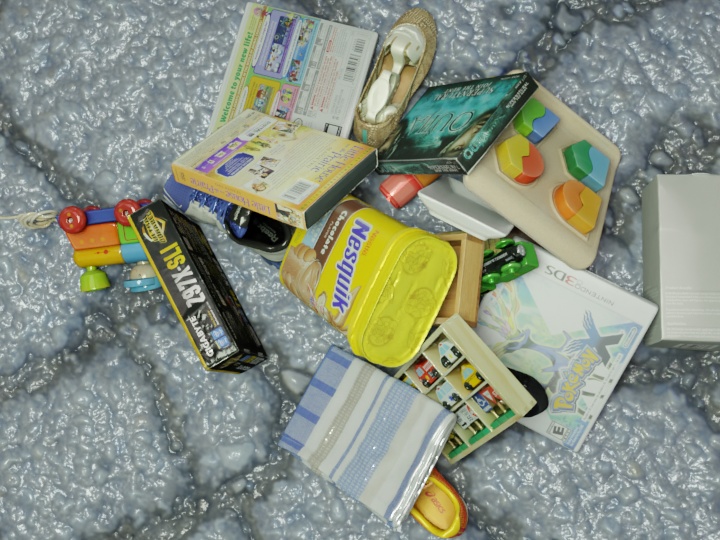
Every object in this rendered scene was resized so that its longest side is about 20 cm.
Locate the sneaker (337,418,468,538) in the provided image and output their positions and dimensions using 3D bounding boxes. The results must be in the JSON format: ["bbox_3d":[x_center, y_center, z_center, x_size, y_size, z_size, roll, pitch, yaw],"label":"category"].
[{"bbox_3d":[0.049,0.230,1.025,0.200,0.077,0.073,38,87,19],"label":"sneaker"}]

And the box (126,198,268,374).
[{"bbox_3d":[-0.189,0.024,1.038,0.049,0.160,0.200,-29,81,-1],"label":"box"}]

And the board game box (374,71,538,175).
[{"bbox_3d":[0.102,-0.168,1.024,0.028,0.200,0.135,46,74,-24],"label":"board game box"}]

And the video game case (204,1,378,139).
[{"bbox_3d":[-0.089,-0.236,1.140,0.182,0.022,0.200,15,84,7],"label":"video game case"}]

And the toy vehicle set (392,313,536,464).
[{"bbox_3d":[0.105,0.138,0.979,0.026,0.200,0.124,-37,79,-29],"label":"toy vehicle set"}]

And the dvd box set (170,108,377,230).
[{"bbox_3d":[-0.101,-0.125,1.030,0.200,0.029,0.146,21,47,27],"label":"dvd box set"}]

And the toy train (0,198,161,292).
[{"bbox_3d":[-0.348,-0.024,1.104,0.200,0.085,0.116,-7,94,4],"label":"toy train"}]

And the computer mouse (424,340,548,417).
[{"bbox_3d":[0.128,0.117,1.032,0.200,0.059,0.034,23,51,14],"label":"computer mouse"}]

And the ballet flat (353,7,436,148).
[{"bbox_3d":[0.046,-0.251,1.109,0.070,0.065,0.200,18,82,11],"label":"ballet flat"}]

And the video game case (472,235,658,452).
[{"bbox_3d":[0.219,0.087,1.029,0.182,0.022,0.200,27,106,8],"label":"video game case"}]

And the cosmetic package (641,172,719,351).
[{"bbox_3d":[0.393,-0.010,1.033,0.107,0.090,0.200,3,78,4],"label":"cosmetic package"}]

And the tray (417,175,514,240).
[{"bbox_3d":[0.128,-0.071,1.016,0.107,0.200,0.022,28,106,8],"label":"tray"}]

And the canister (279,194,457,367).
[{"bbox_3d":[0.000,0.000,0.988,0.200,0.086,0.149,34,101,51],"label":"canister"}]

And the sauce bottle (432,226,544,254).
[{"bbox_3d":[0.165,-0.022,1.065,0.199,0.066,0.066,-6,81,2],"label":"sauce bottle"}]

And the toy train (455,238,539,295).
[{"bbox_3d":[0.121,0.015,1.017,0.200,0.056,0.042,-30,63,42],"label":"toy train"}]

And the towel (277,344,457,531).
[{"bbox_3d":[0.003,0.187,1.016,0.200,0.024,0.147,27,86,35],"label":"towel"}]

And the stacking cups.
[{"bbox_3d":[0.110,-0.155,1.099,0.200,0.061,0.061,-42,80,3],"label":"stacking cups"}]

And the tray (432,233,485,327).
[{"bbox_3d":[0.054,0.014,1.019,0.200,0.037,0.099,-3,78,49],"label":"tray"}]

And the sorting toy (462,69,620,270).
[{"bbox_3d":[0.222,-0.124,1.020,0.185,0.036,0.200,35,54,-12],"label":"sorting toy"}]

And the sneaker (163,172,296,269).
[{"bbox_3d":[-0.152,-0.079,1.073,0.199,0.115,0.081,32,84,9],"label":"sneaker"}]
